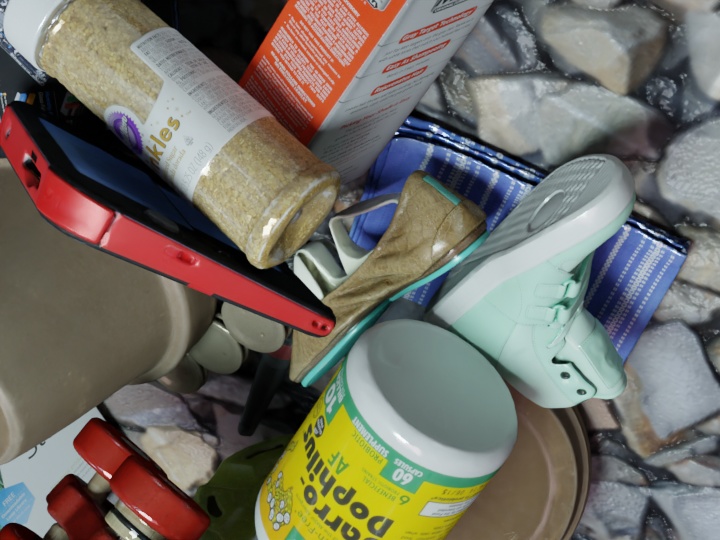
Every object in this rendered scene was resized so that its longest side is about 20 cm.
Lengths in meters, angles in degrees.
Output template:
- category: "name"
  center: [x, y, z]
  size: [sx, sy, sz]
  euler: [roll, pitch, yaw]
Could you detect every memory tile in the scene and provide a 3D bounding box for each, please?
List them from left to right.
- category: "memory tile"
  center: [-0.148, -0.006, 1.098]
  size: [0.200, 0.017, 0.153]
  euler: [49, 136, -11]

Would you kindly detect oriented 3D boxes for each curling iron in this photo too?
- category: "curling iron"
  center: [-0.063, 0.049, 1.121]
  size: [0.049, 0.026, 0.201]
  euler: [24, 136, 9]

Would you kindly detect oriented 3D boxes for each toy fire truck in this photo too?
- category: "toy fire truck"
  center: [-0.130, 0.197, 1.014]
  size: [0.168, 0.112, 0.200]
  euler: [42, 172, -27]

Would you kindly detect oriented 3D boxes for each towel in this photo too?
- category: "towel"
  center: [0.090, -0.007, 1.000]
  size: [0.198, 0.024, 0.145]
  euler: [24, 137, 3]

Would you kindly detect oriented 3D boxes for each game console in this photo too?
- category: "game console"
  center: [-0.114, -0.033, 0.906]
  size: [0.176, 0.200, 0.031]
  euler: [23, 100, -27]

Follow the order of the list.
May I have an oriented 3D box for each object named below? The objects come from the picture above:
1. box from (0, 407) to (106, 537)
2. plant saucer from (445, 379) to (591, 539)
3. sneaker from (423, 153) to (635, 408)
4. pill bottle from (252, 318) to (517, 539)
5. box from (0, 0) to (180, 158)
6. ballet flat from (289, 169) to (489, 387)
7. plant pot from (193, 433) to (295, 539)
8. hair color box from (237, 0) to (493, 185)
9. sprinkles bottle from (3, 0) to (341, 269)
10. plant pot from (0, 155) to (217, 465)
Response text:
- category: "box"
  center: [-0.278, 0.111, 1.193]
  size: [0.036, 0.145, 0.201]
  euler: [5, 134, 45]
- category: "plant saucer"
  center: [0.060, 0.142, 1.070]
  size: [0.198, 0.030, 0.202]
  euler: [-1, 107, -4]
- category: "sneaker"
  center: [0.130, 0.013, 0.932]
  size: [0.118, 0.074, 0.200]
  euler: [38, 147, -6]
- category: "pill bottle"
  center: [0.002, 0.136, 0.974]
  size: [0.112, 0.113, 0.201]
  euler: [30, 124, -4]
- category: "box"
  center: [-0.206, -0.155, 0.939]
  size: [0.196, 0.050, 0.201]
  euler: [-3, 134, -3]
- category: "ballet flat"
  center: [0.000, 0.000, 0.998]
  size: [0.072, 0.068, 0.200]
  euler: [50, 136, 2]
- category: "plant pot"
  center: [-0.039, 0.231, 1.178]
  size: [0.198, 0.201, 0.186]
  euler: [0, 118, 25]
- category: "hair color box"
  center: [-0.002, -0.118, 0.877]
  size: [0.061, 0.101, 0.200]
  euler: [52, 136, 12]
- category: "sprinkles bottle"
  center: [-0.102, -0.089, 0.857]
  size: [0.200, 0.068, 0.068]
  euler: [42, 138, 13]
- category: "plant pot"
  center: [-0.220, 0.027, 1.035]
  size: [0.199, 0.175, 0.202]
  euler: [19, 134, 21]
